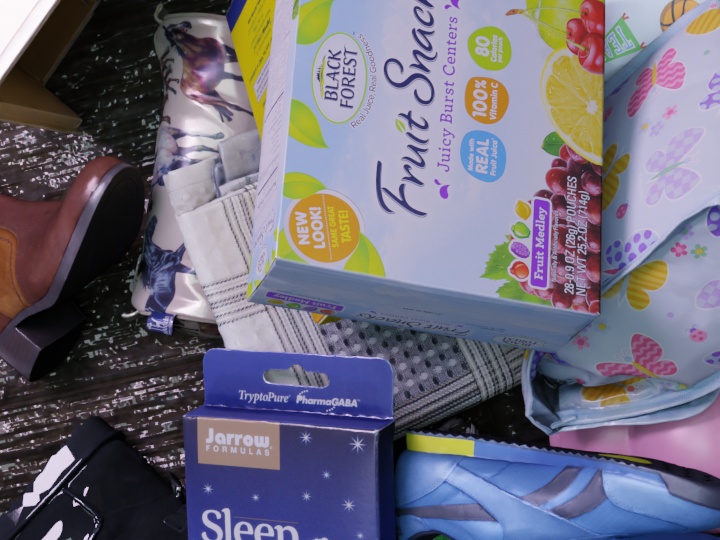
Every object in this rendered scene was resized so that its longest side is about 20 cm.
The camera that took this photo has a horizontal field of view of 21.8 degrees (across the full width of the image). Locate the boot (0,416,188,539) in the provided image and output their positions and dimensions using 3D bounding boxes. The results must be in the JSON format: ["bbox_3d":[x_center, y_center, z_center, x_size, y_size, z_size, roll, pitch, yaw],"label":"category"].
[{"bbox_3d":[-0.154,0.203,1.138,0.162,0.073,0.198,36,81,16],"label":"boot"}]

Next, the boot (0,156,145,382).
[{"bbox_3d":[-0.235,-0.055,1.148,0.200,0.068,0.188,43,140,10],"label":"boot"}]

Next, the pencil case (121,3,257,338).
[{"bbox_3d":[-0.095,-0.059,1.141,0.089,0.078,0.201,5,91,-3],"label":"pencil case"}]

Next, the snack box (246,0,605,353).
[{"bbox_3d":[0.036,-0.071,0.950,0.168,0.068,0.201,11,65,-13],"label":"snack box"}]

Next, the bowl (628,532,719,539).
[{"bbox_3d":[0.159,0.233,1.052,0.200,0.039,0.201,-9,121,-15],"label":"bowl"}]

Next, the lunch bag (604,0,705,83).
[{"bbox_3d":[0.137,-0.157,1.099,0.199,0.076,0.161,-5,94,12],"label":"lunch bag"}]

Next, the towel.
[{"bbox_3d":[0.000,0.000,1.099,0.192,0.035,0.201,-21,87,-19],"label":"towel"}]

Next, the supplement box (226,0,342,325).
[{"bbox_3d":[0.011,-0.087,1.047,0.109,0.110,0.201,-11,74,-21],"label":"supplement box"}]

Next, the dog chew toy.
[{"bbox_3d":[0.207,0.096,1.063,0.199,0.124,0.125,2,90,20],"label":"dog chew toy"}]

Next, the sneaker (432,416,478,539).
[{"bbox_3d":[0.082,0.184,1.114,0.085,0.078,0.201,-14,93,1],"label":"sneaker"}]

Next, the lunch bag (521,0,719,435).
[{"bbox_3d":[0.167,-0.019,1.025,0.127,0.170,0.200,32,131,-22],"label":"lunch bag"}]

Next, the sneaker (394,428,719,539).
[{"bbox_3d":[0.108,0.134,1.015,0.199,0.066,0.079,4,85,30],"label":"sneaker"}]

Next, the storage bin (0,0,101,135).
[{"bbox_3d":[-0.167,-0.190,1.094,0.094,0.199,0.200,37,96,8],"label":"storage bin"}]

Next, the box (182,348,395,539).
[{"bbox_3d":[-0.039,0.146,1.045,0.121,0.032,0.201,2,99,22],"label":"box"}]
